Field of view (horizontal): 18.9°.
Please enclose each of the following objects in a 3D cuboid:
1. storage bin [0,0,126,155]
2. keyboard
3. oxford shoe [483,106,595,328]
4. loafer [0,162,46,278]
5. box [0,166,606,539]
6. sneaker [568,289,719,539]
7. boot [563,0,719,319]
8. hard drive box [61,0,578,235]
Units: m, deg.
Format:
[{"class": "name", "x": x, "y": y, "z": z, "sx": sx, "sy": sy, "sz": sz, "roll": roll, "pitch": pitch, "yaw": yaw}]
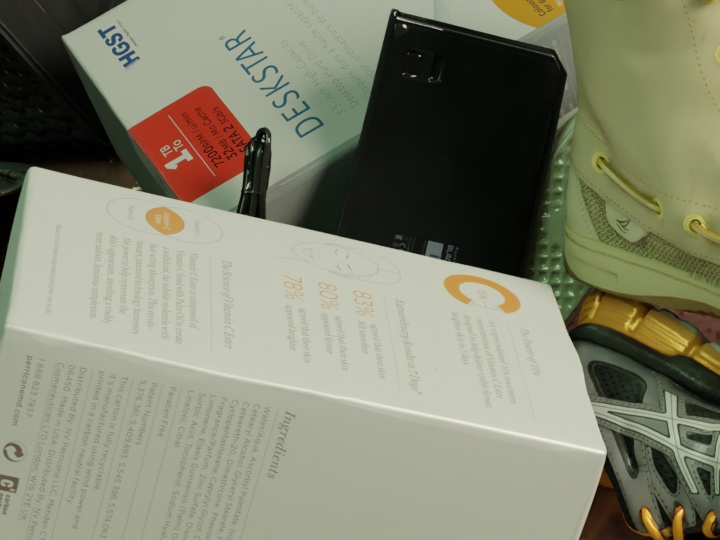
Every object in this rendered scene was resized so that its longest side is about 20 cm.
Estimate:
[{"class": "storage bin", "x": -0.177, "y": -0.158, "z": 1.017, "sx": 0.093, "sy": 0.200, "sz": 0.136, "roll": -1, "pitch": 58, "yaw": 28}, {"class": "keyboard", "x": 0.000, "y": 0.000, "z": 0.836, "sx": 0.021, "sy": 0.126, "sz": 0.201, "roll": -157, "pitch": 80, "yaw": -78}, {"class": "oxford shoe", "x": 0.061, "y": -0.004, "z": 0.878, "sx": 0.200, "sy": 0.075, "sz": 0.058, "roll": -42, "pitch": 3, "yaw": 8}, {"class": "loafer", "x": -0.159, "y": -0.019, "z": 0.990, "sx": 0.199, "sy": 0.072, "sz": 0.073, "roll": 8, "pitch": 79, "yaw": 35}, {"class": "box", "x": -0.031, "y": 0.052, "z": 0.748, "sx": 0.125, "sy": 0.199, "sz": 0.098, "roll": -99, "pitch": 24, "yaw": -64}, {"class": "sneaker", "x": 0.134, "y": 0.077, "z": 0.767, "sx": 0.077, "sy": 0.078, "sz": 0.200, "roll": -50, "pitch": 39, "yaw": -9}, {"class": "boot", "x": 0.147, "y": -0.060, "z": 0.744, "sx": 0.073, "sy": 0.156, "sz": 0.199, "roll": -23, "pitch": 25, "yaw": -39}, {"class": "hard drive box", "x": -0.002, "y": -0.083, "z": 0.925, "sx": 0.199, "sy": 0.077, "sz": 0.156, "roll": -32, "pitch": 47, "yaw": -9}]
